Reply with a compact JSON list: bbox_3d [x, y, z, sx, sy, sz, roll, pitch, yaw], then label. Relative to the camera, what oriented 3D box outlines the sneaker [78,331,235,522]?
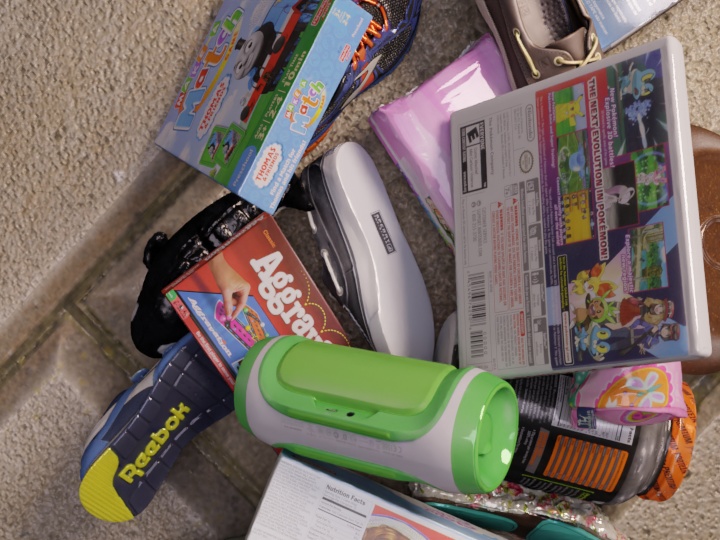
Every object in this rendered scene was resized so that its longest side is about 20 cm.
[{"bbox_3d":[-0.158,0.106,0.763,0.200,0.082,0.074,-45,114,-8],"label":"sneaker"}]

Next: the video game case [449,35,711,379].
[{"bbox_3d":[0.139,-0.034,0.628,0.180,0.023,0.205,-13,73,43],"label":"video game case"}]

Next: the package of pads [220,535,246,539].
[{"bbox_3d":[-0.067,0.301,0.773,0.195,0.068,0.158,-8,90,2],"label":"package of pads"}]

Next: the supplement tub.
[{"bbox_3d":[0.152,0.111,0.735,0.196,0.123,0.125,14,91,-2],"label":"supplement tub"}]

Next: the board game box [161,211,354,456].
[{"bbox_3d":[-0.062,0.066,0.745,0.102,0.019,0.202,-38,113,-14],"label":"board game box"}]

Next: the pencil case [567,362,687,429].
[{"bbox_3d":[0.181,0.009,0.653,0.085,0.088,0.205,1,80,1],"label":"pencil case"}]

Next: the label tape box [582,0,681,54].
[{"bbox_3d":[0.199,-0.264,0.758,0.198,0.066,0.145,-33,91,0],"label":"label tape box"}]

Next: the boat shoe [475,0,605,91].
[{"bbox_3d":[0.145,-0.170,0.697,0.071,0.059,0.203,-28,93,-11],"label":"boat shoe"}]

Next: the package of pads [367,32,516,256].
[{"bbox_3d":[0.107,-0.076,0.753,0.119,0.076,0.202,-34,91,-6],"label":"package of pads"}]

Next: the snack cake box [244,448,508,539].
[{"bbox_3d":[0.009,0.226,0.706,0.197,0.067,0.117,24,87,0],"label":"snack cake box"}]

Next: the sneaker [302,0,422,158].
[{"bbox_3d":[-0.017,-0.170,0.758,0.075,0.078,0.201,37,92,0],"label":"sneaker"}]

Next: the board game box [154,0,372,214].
[{"bbox_3d":[-0.083,-0.140,0.709,0.036,0.199,0.153,26,92,-33],"label":"board game box"}]

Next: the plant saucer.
[{"bbox_3d":[0.273,-0.020,0.735,0.196,0.037,0.205,3,83,-23],"label":"plant saucer"}]

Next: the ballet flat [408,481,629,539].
[{"bbox_3d":[0.137,0.190,0.769,0.196,0.076,0.065,18,58,-4],"label":"ballet flat"}]

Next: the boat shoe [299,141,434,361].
[{"bbox_3d":[0.000,0.000,0.768,0.067,0.071,0.204,-22,89,40],"label":"boat shoe"}]

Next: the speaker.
[{"bbox_3d":[0.008,0.099,0.659,0.197,0.088,0.091,7,92,32],"label":"speaker"}]

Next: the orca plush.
[{"bbox_3d":[-0.121,0.000,0.753,0.198,0.071,0.106,-32,93,10],"label":"orca plush"}]
